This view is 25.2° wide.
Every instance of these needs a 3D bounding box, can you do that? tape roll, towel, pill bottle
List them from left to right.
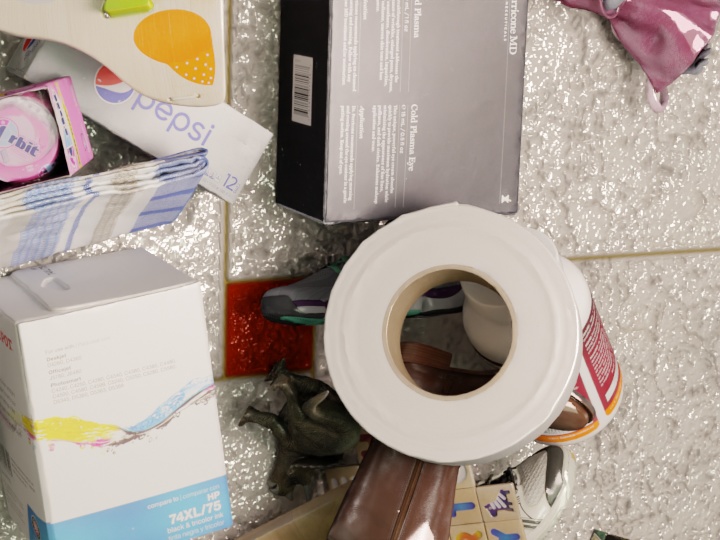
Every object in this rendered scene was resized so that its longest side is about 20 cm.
[{"bbox_3d":[-0.218,-0.037,1.211,0.199,0.147,0.024,-16,77,-24],"label":"towel"},{"bbox_3d":[0.074,0.051,1.265,0.202,0.071,0.203,-2,81,11],"label":"tape roll"},{"bbox_3d":[0.155,0.056,1.396,0.113,0.113,0.200,-42,138,-13],"label":"pill bottle"}]

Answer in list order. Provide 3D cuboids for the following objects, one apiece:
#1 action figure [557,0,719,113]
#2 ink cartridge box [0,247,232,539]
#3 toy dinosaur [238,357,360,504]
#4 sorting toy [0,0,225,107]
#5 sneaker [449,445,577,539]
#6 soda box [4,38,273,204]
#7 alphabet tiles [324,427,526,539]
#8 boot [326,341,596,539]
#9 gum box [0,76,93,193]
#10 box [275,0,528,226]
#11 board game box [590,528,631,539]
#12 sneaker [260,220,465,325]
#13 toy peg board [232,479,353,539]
[{"bbox_3d":[0.220,-0.253,1.426,0.199,0.134,0.149,16,136,-16],"label":"action figure"},{"bbox_3d":[-0.201,0.102,1.241,0.146,0.147,0.201,-13,107,-23],"label":"ink cartridge box"},{"bbox_3d":[-0.037,0.123,1.339,0.102,0.200,0.077,34,57,-6],"label":"toy dinosaur"},{"bbox_3d":[-0.186,-0.225,1.171,0.179,0.200,0.107,-1,141,-2],"label":"sorting toy"},{"bbox_3d":[0.103,0.219,1.431,0.088,0.076,0.200,39,108,-19],"label":"sneaker"},{"bbox_3d":[-0.170,-0.131,1.253,0.200,0.063,0.068,31,88,-28],"label":"soda box"},{"bbox_3d":[0.061,0.225,1.410,0.167,0.008,0.201,-9,104,20],"label":"alphabet tiles"},{"bbox_3d":[0.084,0.170,1.309,0.186,0.064,0.200,13,58,8],"label":"boot"},{"bbox_3d":[-0.299,-0.079,1.135,0.199,0.114,0.066,-14,100,1],"label":"gum box"},{"bbox_3d":[0.033,-0.146,1.330,0.182,0.104,0.201,-3,102,-25],"label":"box"},{"bbox_3d":[0.240,0.362,1.590,0.105,0.023,0.201,21,90,-31],"label":"board game box"},{"bbox_3d":[0.000,0.000,1.376,0.199,0.074,0.088,-3,85,-34],"label":"sneaker"},{"bbox_3d":[-0.039,0.317,1.362,0.199,0.098,0.200,-27,112,2],"label":"toy peg board"}]
